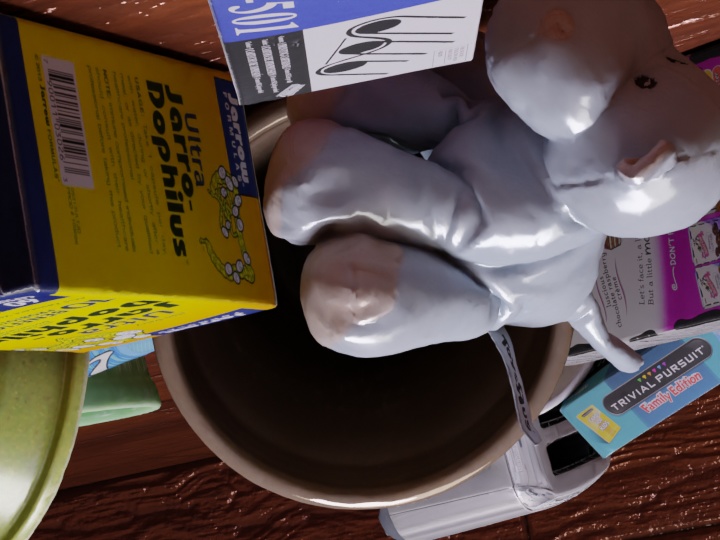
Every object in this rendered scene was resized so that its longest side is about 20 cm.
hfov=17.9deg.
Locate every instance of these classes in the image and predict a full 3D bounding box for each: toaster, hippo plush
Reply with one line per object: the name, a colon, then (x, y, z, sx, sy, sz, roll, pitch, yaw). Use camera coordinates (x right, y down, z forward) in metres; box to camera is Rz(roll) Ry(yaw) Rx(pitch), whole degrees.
toaster: (0.098, 0.128, 1.675, 0.129, 0.114, 0.200, -15, 177, 28)
hippo plush: (0.067, -0.035, 0.921, 0.159, 0.200, 0.161, -32, -179, -41)

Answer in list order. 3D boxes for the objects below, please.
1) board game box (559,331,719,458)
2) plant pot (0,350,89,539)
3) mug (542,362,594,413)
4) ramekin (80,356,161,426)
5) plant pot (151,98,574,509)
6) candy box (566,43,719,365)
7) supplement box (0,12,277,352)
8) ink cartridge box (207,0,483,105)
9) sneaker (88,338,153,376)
board game box: (0.225, 0.019, 1.498, 0.151, 0.047, 0.200, -38, -171, 37)
plant pot: (-0.258, 0.038, 1.078, 0.184, 0.201, 0.200, 11, 162, -36)
mug: (0.074, 0.013, 1.540, 0.186, 0.150, 0.153, 29, -176, 4)
ramekin: (-0.233, 0.055, 1.462, 0.199, 0.098, 0.200, -9, 174, -1)
plant pot: (0.000, 0.000, 1.124, 0.200, 0.201, 0.175, -10, -171, 1)
candy box: (0.154, -0.031, 1.198, 0.061, 0.137, 0.200, -1, 169, -44)
supplement box: (-0.132, -0.029, 0.938, 0.109, 0.110, 0.200, -13, 172, 23)
ink cartridge box: (-0.006, -0.104, 0.784, 0.094, 0.044, 0.200, -12, 172, 0)
sneaker: (-0.158, 0.038, 1.276, 0.090, 0.078, 0.200, -46, -168, -33)
